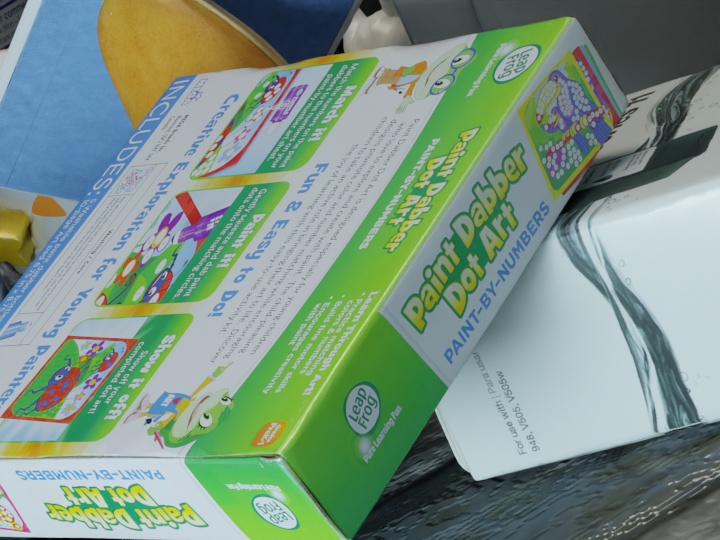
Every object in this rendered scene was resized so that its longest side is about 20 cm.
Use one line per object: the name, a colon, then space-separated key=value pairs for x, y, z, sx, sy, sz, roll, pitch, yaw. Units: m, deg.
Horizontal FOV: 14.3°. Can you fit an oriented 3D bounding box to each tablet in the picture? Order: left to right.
tablet: x=-0.079 y=-0.090 z=1.191 sx=0.200 sy=0.130 sz=0.014 roll=121 pitch=153 yaw=-47

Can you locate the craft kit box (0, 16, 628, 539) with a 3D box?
craft kit box: x=-0.036 y=0.004 z=0.955 sx=0.197 sy=0.049 sz=0.200 roll=-7 pitch=40 yaw=47

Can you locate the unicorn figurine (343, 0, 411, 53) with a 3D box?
unicorn figurine: x=0.015 y=-0.107 z=1.353 sx=0.074 sy=0.137 sz=0.200 roll=-28 pitch=-6 yaw=40

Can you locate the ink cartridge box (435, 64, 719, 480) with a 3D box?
ink cartridge box: x=0.127 y=-0.014 z=0.968 sx=0.200 sy=0.083 sz=0.147 roll=-18 pitch=16 yaw=32

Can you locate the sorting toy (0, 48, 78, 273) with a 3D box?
sorting toy: x=-0.164 y=-0.044 z=1.413 sx=0.180 sy=0.200 sz=0.107 roll=-15 pitch=40 yaw=41

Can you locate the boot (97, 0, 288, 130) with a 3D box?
boot: x=-0.070 y=-0.015 z=1.091 sx=0.144 sy=0.201 sz=0.071 roll=-33 pitch=-10 yaw=-43

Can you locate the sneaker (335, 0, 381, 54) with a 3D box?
sneaker: x=-0.035 y=-0.099 z=1.552 sx=0.200 sy=0.071 sz=0.099 roll=-34 pitch=8 yaw=43

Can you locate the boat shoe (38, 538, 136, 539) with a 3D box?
boat shoe: x=-0.095 y=0.081 z=1.029 sx=0.201 sy=0.074 sz=0.063 roll=-10 pitch=32 yaw=52

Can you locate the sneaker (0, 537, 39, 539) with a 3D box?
sneaker: x=-0.164 y=0.122 z=1.022 sx=0.076 sy=0.114 sz=0.199 roll=2 pitch=34 yaw=-26

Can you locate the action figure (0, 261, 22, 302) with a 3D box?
action figure: x=-0.164 y=0.017 z=1.303 sx=0.200 sy=0.119 sz=0.102 roll=-4 pitch=67 yaw=45

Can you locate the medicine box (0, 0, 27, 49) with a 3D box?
medicine box: x=-0.248 y=-0.119 z=1.745 sx=0.182 sy=0.200 sz=0.103 roll=-9 pitch=22 yaw=49

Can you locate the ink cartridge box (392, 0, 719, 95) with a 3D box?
ink cartridge box: x=0.111 y=-0.114 z=1.228 sx=0.145 sy=0.145 sz=0.200 roll=-21 pitch=16 yaw=16
